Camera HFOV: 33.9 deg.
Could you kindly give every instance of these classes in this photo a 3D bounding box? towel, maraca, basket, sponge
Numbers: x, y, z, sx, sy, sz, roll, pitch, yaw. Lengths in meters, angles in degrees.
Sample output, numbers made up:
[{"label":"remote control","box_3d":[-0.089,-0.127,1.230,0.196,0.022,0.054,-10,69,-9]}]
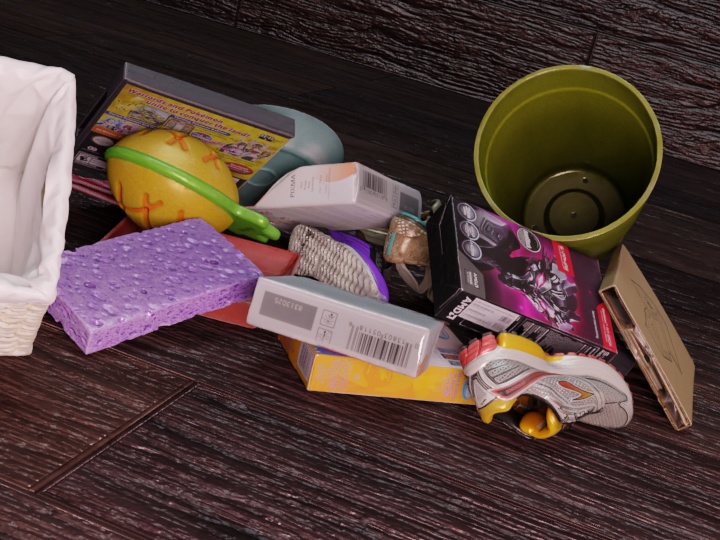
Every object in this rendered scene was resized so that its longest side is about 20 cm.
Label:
[{"label":"towel","box_3d":[-0.247,-0.085,1.387,0.143,0.023,0.199,19,6,33]},{"label":"maraca","box_3d":[-0.176,-0.079,1.236,0.198,0.108,0.137,27,-8,-18]},{"label":"basket","box_3d":[-0.334,-0.050,0.915,0.197,0.201,0.161,8,-26,-20]},{"label":"sponge","box_3d":[-0.197,0.008,1.093,0.199,0.030,0.111,-18,45,-42]}]

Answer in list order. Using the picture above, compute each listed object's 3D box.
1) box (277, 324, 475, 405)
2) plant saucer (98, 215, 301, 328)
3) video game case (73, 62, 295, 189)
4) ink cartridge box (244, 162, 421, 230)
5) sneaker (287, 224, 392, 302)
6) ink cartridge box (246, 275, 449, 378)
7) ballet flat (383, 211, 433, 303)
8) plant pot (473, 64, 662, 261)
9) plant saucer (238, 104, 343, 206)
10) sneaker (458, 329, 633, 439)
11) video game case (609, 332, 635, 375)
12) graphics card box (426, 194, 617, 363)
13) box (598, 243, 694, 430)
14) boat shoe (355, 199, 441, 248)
[{"label":"box","box_3d":[0.030,0.081,1.129,0.197,0.042,0.119,5,19,-21]},{"label":"plant saucer","box_3d":[-0.169,0.001,1.225,0.197,0.037,0.200,14,16,0]},{"label":"video game case","box_3d":[-0.199,-0.141,1.281,0.198,0.026,0.180,16,-31,-30]},{"label":"ink cartridge box","box_3d":[-0.050,-0.083,1.372,0.198,0.051,0.162,3,-7,30]},{"label":"sneaker","box_3d":[0.000,-0.001,1.313,0.098,0.070,0.200,7,19,-30]},{"label":"ink cartridge box","box_3d":[-0.006,0.048,1.099,0.160,0.051,0.200,17,0,10]},{"label":"ballet flat","box_3d":[0.088,0.002,1.362,0.199,0.066,0.070,35,-7,-42]},{"label":"plant pot","box_3d":[0.239,-0.095,1.334,0.198,0.202,0.193,20,-13,19]},{"label":"plant saucer","box_3d":[-0.117,-0.123,1.388,0.197,0.200,0.036,9,61,-17]},{"label":"sneaker","box_3d":[0.173,0.122,1.083,0.198,0.078,0.083,15,52,-31]},{"label":"video game case","box_3d":[0.207,0.025,1.337,0.199,0.026,0.181,33,13,-13]},{"label":"graphics card box","box_3d":[0.160,0.016,1.175,0.198,0.051,0.127,21,45,-24]},{"label":"box","box_3d":[0.309,0.065,1.262,0.165,0.021,0.200,60,21,-3]},{"label":"boat shoe","box_3d":[0.096,-0.055,1.554,0.197,0.077,0.072,12,16,-10]}]
